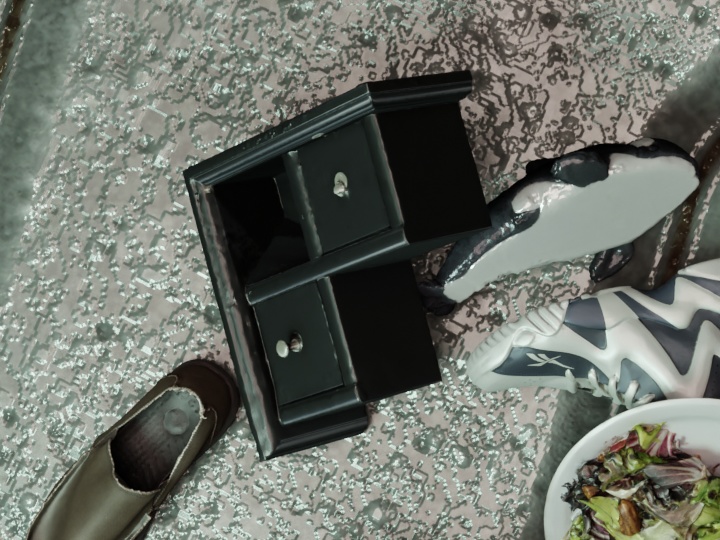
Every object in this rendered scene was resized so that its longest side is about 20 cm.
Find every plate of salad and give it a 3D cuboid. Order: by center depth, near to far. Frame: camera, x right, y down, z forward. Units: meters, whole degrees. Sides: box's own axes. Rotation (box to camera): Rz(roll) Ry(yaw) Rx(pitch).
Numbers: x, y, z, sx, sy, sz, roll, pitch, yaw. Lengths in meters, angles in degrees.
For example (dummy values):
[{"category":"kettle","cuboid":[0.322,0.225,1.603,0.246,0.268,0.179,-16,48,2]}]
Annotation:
[{"category":"plate of salad","cuboid":[0.214,0.170,1.368,0.198,0.048,0.201,5,121,8]}]

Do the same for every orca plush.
[{"category":"orca plush","cuboid":[0.125,-0.038,1.435,0.200,0.071,0.105,-38,128,15]}]

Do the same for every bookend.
[{"category":"bookend","cuboid":[0.000,0.000,1.372,0.198,0.092,0.202,-19,84,48]}]

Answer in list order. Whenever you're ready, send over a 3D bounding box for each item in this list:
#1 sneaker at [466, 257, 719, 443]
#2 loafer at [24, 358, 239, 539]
[{"category":"sneaker","cuboid":[0.176,0.079,1.399,0.198,0.080,0.131,-15,77,-2]},{"category":"loafer","cuboid":[-0.165,0.140,1.454,0.073,0.071,0.201,38,94,8]}]
